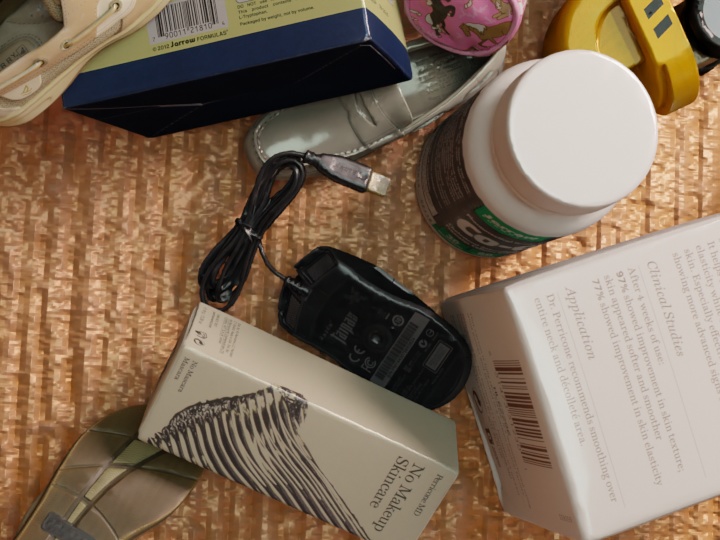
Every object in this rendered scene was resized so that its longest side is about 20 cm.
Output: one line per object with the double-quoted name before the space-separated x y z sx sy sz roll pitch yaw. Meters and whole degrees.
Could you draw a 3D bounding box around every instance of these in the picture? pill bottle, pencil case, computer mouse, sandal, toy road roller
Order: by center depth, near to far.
"sandal" -0.178 0.168 0.794 0.080 0.054 0.200 37 61 -1
"pill bottle" 0.111 -0.074 0.803 0.113 0.200 0.114 1 84 -10
"computer mouse" 0.000 0.000 0.839 0.199 0.046 0.141 27 107 -1
"pencil case" 0.089 -0.243 0.845 0.086 0.083 0.201 21 59 -10
"toy road roller" 0.188 -0.207 0.875 0.146 0.123 0.201 -25 90 -1

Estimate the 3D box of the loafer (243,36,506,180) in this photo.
"loafer" 0.011 -0.122 0.855 0.199 0.070 0.070 -28 90 -12

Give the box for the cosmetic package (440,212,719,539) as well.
"cosmetic package" 0.186 0.065 0.821 0.199 0.166 0.168 -16 88 -11

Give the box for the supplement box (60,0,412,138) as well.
"supplement box" -0.089 -0.210 0.780 0.199 0.134 0.201 -10 86 12

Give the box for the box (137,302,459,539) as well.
"box" -0.039 0.106 0.808 0.199 0.068 0.082 25 111 -8

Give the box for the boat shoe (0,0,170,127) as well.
"boat shoe" -0.165 -0.163 0.693 0.200 0.065 0.072 -43 80 9
